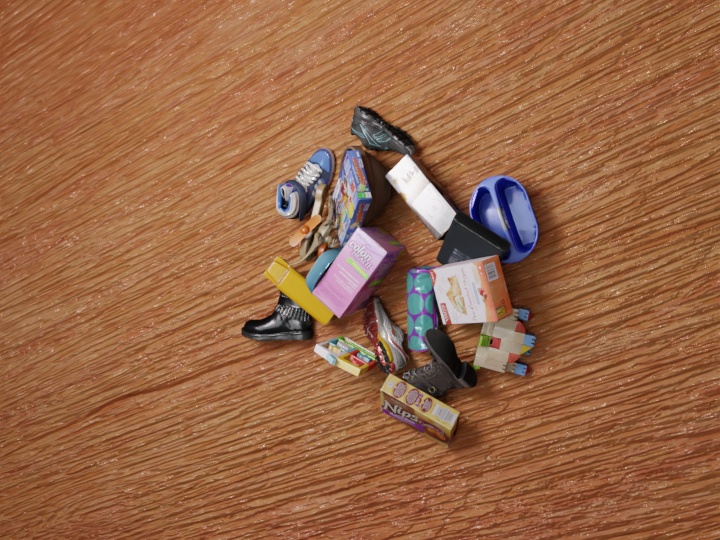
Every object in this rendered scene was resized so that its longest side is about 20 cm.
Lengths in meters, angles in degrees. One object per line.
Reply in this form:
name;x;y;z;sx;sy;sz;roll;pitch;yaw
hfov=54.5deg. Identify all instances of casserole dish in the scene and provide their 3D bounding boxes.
casserole dish;-0.076;-0.008;1.739;0.039;0.199;0.122;38;111;11

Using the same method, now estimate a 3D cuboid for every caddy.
caddy;0.334;-0.118;1.617;0.139;0.105;0.204;-21;85;21

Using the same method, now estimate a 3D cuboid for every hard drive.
hard drive;0.255;-0.042;1.608;0.138;0.201;0.033;34;66;10

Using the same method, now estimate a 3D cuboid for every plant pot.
plant pot;0.016;-0.208;1.729;0.091;0.200;0.206;-7;90;-19

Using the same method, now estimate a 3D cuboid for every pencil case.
pencil case;0.158;0.092;1.712;0.091;0.084;0.205;-1;93;38

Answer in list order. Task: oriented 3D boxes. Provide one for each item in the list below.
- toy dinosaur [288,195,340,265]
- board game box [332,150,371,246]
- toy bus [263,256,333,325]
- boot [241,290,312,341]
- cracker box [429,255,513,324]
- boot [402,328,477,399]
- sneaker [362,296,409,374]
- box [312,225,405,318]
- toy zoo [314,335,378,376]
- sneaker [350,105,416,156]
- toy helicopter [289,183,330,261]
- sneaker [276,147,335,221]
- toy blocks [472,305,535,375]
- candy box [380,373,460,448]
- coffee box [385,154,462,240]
toy dinosaur;-0.095;-0.081;1.709;0.058;0.101;0.203;29;90;-24
board game box;-0.026;-0.168;1.668;0.034;0.201;0.138;-5;62;-18
toy bus;-0.152;0.050;1.770;0.199;0.078;0.065;40;90;-13
boot;-0.220;0.101;1.865;0.206;0.079;0.162;-1;98;7
cracker box;0.248;0.048;1.593;0.199;0.057;0.137;-12;95;60
boot;0.166;0.237;1.670;0.173;0.070;0.201;-24;113;42
sneaker;0.063;0.161;1.767;0.078;0.081;0.204;-46;58;52
box;0.000;0.000;1.721;0.096;0.175;0.202;39;105;12
toy zoo;-0.032;0.212;1.733;0.129;0.199;0.021;27;102;17
sneaker;0.055;-0.333;1.750;0.199;0.075;0.080;39;120;22
toy helicopter;-0.121;-0.123;1.790;0.077;0.132;0.205;17;98;20
sneaker;-0.146;-0.224;1.787;0.080;0.146;0.203;32;104;17
toy blocks;0.349;0.161;1.643;0.134;0.100;0.205;13;98;9
candy box;0.143;0.344;1.712;0.197;0.118;0.057;26;59;18
coffee box;0.162;-0.174;1.681;0.080;0.114;0.201;-42;77;17
